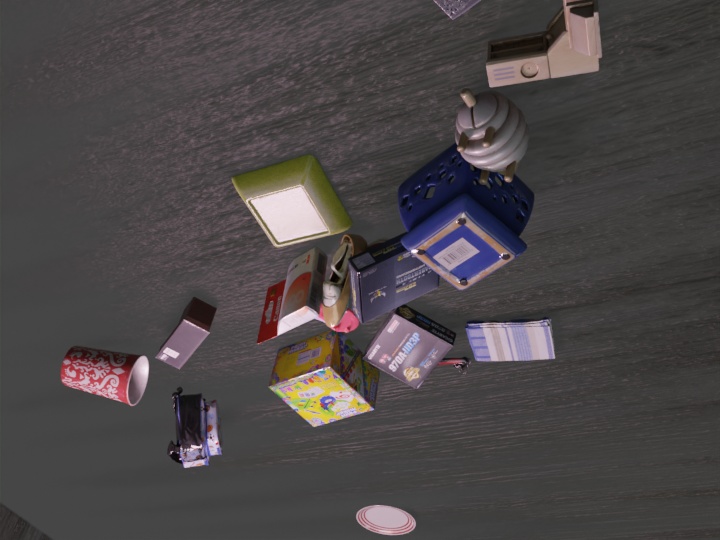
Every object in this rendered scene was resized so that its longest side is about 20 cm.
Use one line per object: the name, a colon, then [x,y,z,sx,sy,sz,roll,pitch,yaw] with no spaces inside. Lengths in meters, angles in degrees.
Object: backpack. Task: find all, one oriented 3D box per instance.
backpack: [-0.464,0.459,2.204,0.151,0.203,0.192,4,142,-11]

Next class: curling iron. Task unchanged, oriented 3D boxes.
curling iron: [0.177,0.234,1.924,0.196,0.026,0.050,-4,132,17]

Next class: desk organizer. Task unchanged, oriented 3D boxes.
desk organizer: [-0.434,0.157,1.943,0.071,0.078,0.200,28,135,-18]

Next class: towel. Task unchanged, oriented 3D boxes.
towel: [0.351,0.161,1.813,0.196,0.024,0.148,-5,137,20]

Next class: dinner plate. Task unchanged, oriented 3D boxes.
dinner plate: [0.085,0.812,2.557,0.196,0.025,0.202,7,138,6]

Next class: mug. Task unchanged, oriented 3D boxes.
mug: [-0.688,0.291,2.106,0.196,0.135,0.179,11,136,6]

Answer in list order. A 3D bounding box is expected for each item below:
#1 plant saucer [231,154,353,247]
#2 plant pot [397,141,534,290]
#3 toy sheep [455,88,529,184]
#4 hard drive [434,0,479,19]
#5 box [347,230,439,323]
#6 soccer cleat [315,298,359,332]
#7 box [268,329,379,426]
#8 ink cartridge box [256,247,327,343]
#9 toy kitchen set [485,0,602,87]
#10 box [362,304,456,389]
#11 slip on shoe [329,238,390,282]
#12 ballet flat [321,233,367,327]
plant saucer: [-0.142,-0.126,1.602,0.197,0.048,0.201,-12,132,23]
plant pot: [0.194,-0.093,1.464,0.199,0.182,0.199,35,132,-25]
toy sheep: [0.223,-0.236,1.341,0.136,0.140,0.200,-13,141,25]
hard drive: [0.170,-0.484,1.158,0.134,0.043,0.199,36,132,-24]
box: [0.072,0.006,1.614,0.197,0.051,0.159,-23,140,-18]
soccer cleat: [-0.091,0.088,1.815,0.197,0.077,0.067,18,109,-29]
box: [-0.088,0.272,1.954,0.198,0.123,0.193,-21,128,29]
ink cartridge box: [-0.163,0.055,1.713,0.198,0.164,0.050,-24,133,33]
toy kitchen set: [0.266,-0.370,1.167,0.177,0.165,0.202,-5,135,17]
box: [0.114,0.181,1.851,0.157,0.046,0.201,29,135,-4]
slip on shoe: [0.000,0.000,1.694,0.074,0.062,0.199,35,134,-26]
ballet flat: [-0.047,0.016,1.638,0.068,0.203,0.063,13,171,46]
